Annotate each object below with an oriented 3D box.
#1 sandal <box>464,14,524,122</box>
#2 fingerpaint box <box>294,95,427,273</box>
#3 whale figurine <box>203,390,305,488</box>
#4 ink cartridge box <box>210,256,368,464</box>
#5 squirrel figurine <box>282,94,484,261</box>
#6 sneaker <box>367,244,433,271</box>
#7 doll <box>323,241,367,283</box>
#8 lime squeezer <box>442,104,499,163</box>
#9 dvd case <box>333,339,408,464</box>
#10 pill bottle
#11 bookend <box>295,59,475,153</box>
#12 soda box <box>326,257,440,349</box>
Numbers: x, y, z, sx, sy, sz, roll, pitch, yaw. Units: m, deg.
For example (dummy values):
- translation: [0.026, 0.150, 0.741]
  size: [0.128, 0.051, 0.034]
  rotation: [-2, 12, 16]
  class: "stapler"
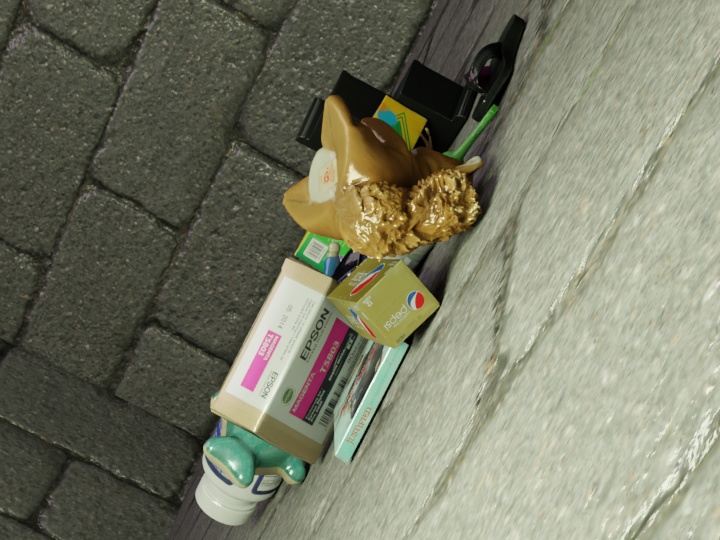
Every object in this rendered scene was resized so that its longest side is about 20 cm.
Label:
- translation: [0.158, -0.254, 1.781]
  size: [0.076, 0.048, 0.202]
  rotation: [-59, 7, 41]
  class: "sandal"
- translation: [0.001, -0.113, 1.972]
  size: [0.201, 0.073, 0.168]
  rotation: [-56, 6, 49]
  class: "fingerpaint box"
- translation: [-0.122, 0.202, 1.818]
  size: [0.104, 0.159, 0.200]
  rotation: [-49, -8, 22]
  class: "whale figurine"
- translation: [-0.069, 0.110, 1.692]
  size: [0.202, 0.074, 0.165]
  rotation: [-63, -31, -6]
  class: "ink cartridge box"
- translation: [0.048, -0.077, 1.507]
  size: [0.200, 0.185, 0.143]
  rotation: [51, 126, 48]
  class: "squirrel figurine"
- translation: [0.038, -0.091, 1.735]
  size: [0.074, 0.202, 0.116]
  rotation: [-2, -35, -45]
  class: "sneaker"
- translation: [0.000, 0.000, 1.822]
  size: [0.201, 0.136, 0.048]
  rotation: [-54, -38, 8]
  class: "doll"
- translation: [0.107, -0.127, 1.748]
  size: [0.071, 0.037, 0.200]
  rotation: [-67, 5, -34]
  class: "lime squeezer"
- translation: [0.009, 0.122, 1.607]
  size: [0.147, 0.022, 0.200]
  rotation: [-63, 4, 8]
  class: "dvd case"
- translation: [-0.157, 0.258, 2.040]
  size: [0.202, 0.119, 0.120]
  rotation: [-61, 6, 22]
  class: "pill bottle"
- translation: [0.037, -0.228, 2.032]
  size: [0.199, 0.198, 0.093]
  rotation: [-58, 8, 50]
  class: "bookend"
- translation: [0.021, 0.033, 1.532]
  size: [0.068, 0.064, 0.200]
  rotation: [-43, 7, -7]
  class: "soda box"
